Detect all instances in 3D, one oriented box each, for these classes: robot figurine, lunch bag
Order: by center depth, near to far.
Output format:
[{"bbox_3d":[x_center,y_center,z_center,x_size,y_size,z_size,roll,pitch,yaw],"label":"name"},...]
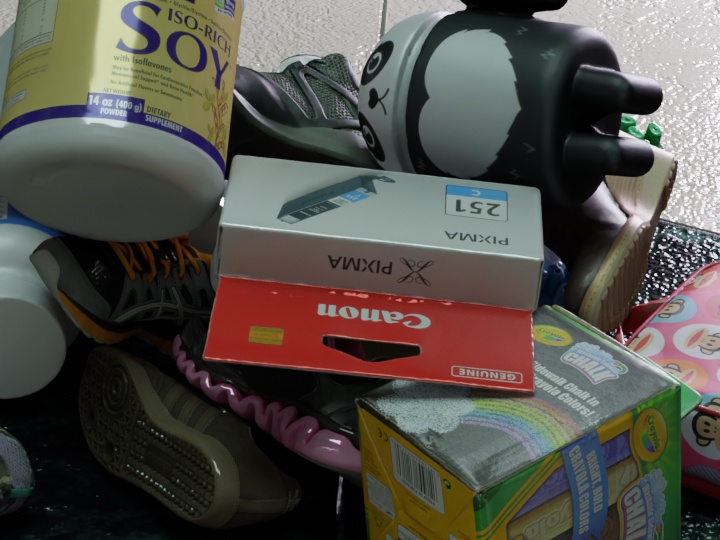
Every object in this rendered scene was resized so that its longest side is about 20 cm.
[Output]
[{"bbox_3d":[0.246,0.065,1.505,0.176,0.082,0.200,18,36,31],"label":"lunch bag"},{"bbox_3d":[0.094,-0.107,1.506,0.200,0.125,0.150,11,57,29],"label":"robot figurine"}]

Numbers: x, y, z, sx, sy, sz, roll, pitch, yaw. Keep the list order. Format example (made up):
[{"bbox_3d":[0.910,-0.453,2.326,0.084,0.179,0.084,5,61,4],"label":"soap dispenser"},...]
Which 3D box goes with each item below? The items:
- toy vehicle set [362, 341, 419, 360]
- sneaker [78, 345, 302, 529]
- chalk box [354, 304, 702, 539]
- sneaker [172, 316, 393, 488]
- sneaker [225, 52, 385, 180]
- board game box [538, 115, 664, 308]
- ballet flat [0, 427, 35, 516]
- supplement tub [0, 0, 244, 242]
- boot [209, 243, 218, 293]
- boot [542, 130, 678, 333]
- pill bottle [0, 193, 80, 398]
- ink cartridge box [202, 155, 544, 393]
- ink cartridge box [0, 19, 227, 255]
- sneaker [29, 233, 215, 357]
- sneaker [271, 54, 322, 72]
[{"bbox_3d":[0.004,0.044,1.566,0.124,0.027,0.200,-12,25,-25],"label":"toy vehicle set"},{"bbox_3d":[-0.113,0.112,1.466,0.076,0.070,0.200,9,19,-37],"label":"sneaker"},{"bbox_3d":[0.114,0.113,1.376,0.200,0.124,0.124,-23,37,-28],"label":"chalk box"},{"bbox_3d":[-0.039,0.061,1.453,0.200,0.095,0.079,28,1,43],"label":"sneaker"},{"bbox_3d":[-0.068,-0.114,1.587,0.199,0.076,0.114,21,35,-9],"label":"sneaker"},{"bbox_3d":[0.098,-0.074,1.655,0.200,0.026,0.200,24,51,12],"label":"board game box"},{"bbox_3d":[-0.277,0.106,1.472,0.072,0.072,0.200,-25,39,-35],"label":"ballet flat"},{"bbox_3d":[-0.149,-0.134,1.442,0.145,0.145,0.200,3,67,5],"label":"supplement tub"},{"bbox_3d":[0.000,0.000,1.501,0.096,0.074,0.200,17,14,39],"label":"boot"},{"bbox_3d":[0.118,-0.037,1.568,0.166,0.072,0.200,12,40,14],"label":"boot"},{"bbox_3d":[-0.245,0.002,1.587,0.112,0.112,0.200,-4,32,-6],"label":"pill bottle"},{"bbox_3d":[0.011,-0.001,1.387,0.200,0.045,0.176,6,32,-1],"label":"ink cartridge box"},{"bbox_3d":[-0.170,-0.081,1.613,0.200,0.084,0.146,34,21,-31],"label":"ink cartridge box"},{"bbox_3d":[-0.143,0.004,1.518,0.078,0.077,0.200,55,19,26],"label":"sneaker"},{"bbox_3d":[0.026,-0.112,1.801,0.200,0.076,0.092,3,34,-17],"label":"sneaker"}]
